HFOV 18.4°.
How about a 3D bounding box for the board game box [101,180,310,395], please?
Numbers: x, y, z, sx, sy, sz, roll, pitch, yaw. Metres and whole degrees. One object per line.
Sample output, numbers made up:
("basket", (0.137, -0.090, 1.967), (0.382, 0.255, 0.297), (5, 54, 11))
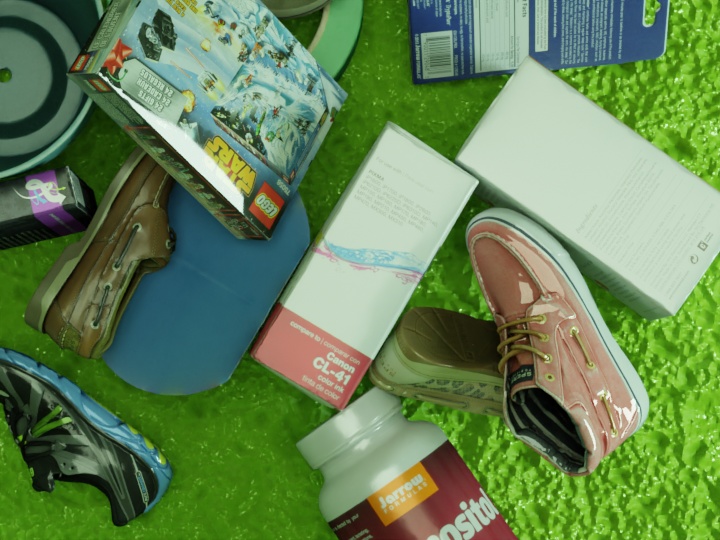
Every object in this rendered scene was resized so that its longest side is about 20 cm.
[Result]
("board game box", (-0.115, 0.005, 1.697), (0.158, 0.039, 0.200), (28, 87, 35))

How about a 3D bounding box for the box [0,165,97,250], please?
("box", (-0.303, -0.033, 1.670), (0.199, 0.143, 0.036), (-14, 85, -1))

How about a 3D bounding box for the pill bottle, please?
("pill bottle", (0.041, 0.188, 1.673), (0.113, 0.113, 0.200), (-35, 88, -2))

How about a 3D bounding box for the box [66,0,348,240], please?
("box", (-0.106, -0.134, 1.605), (0.200, 0.040, 0.137), (45, 62, -36))

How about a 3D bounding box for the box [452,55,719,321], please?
("box", (0.174, -0.059, 1.682), (0.200, 0.124, 0.098), (36, 87, 1))

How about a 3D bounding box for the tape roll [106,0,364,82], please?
("tape roll", (-0.096, -0.210, 1.728), (0.199, 0.048, 0.201), (0, 86, -1))

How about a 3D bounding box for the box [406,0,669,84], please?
("box", (0.135, -0.202, 1.695), (0.199, 0.121, 0.033), (-5, 52, 0))

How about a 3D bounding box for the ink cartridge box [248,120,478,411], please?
("ink cartridge box", (0.000, 0.000, 1.666), (0.085, 0.148, 0.200), (33, 88, -1))

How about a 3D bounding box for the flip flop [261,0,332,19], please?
("flip flop", (-0.104, -0.249, 1.677), (0.199, 0.058, 0.081), (21, 87, 1))

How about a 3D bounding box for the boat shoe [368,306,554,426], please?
("boat shoe", (0.100, 0.077, 1.686), (0.199, 0.063, 0.074), (17, 45, -28))

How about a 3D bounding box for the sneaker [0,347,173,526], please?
("sneaker", (-0.239, 0.123, 1.697), (0.199, 0.071, 0.083), (36, 81, -1))

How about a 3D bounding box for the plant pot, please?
("plant pot", (-0.278, -0.158, 1.654), (0.199, 0.188, 0.201), (0, 88, 0))

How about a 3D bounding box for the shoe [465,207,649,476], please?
("shoe", (0.129, 0.052, 1.621), (0.071, 0.091, 0.200), (-31, 95, 41))

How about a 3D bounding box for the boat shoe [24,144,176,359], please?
("boat shoe", (-0.171, -0.024, 1.682), (0.068, 0.072, 0.200), (31, 82, 9))
